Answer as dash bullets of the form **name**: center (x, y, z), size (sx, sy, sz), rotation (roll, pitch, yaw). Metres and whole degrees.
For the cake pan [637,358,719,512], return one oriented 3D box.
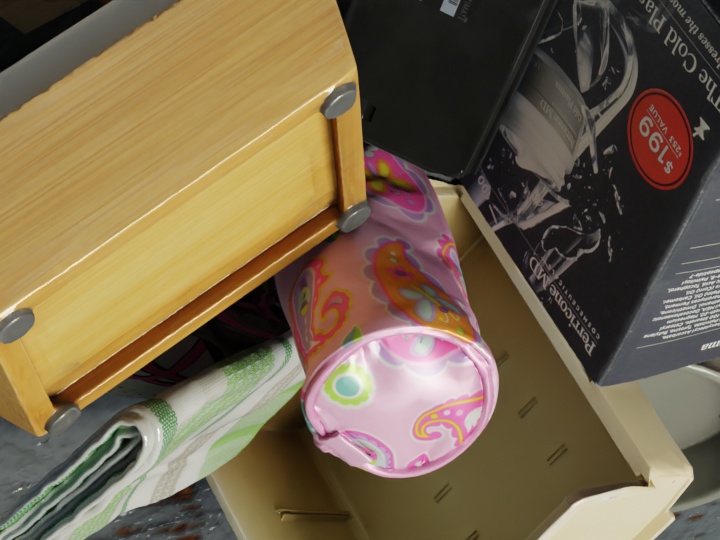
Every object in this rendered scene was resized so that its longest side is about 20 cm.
- **cake pan**: center (0.134, 0.082, 1.259), size (0.200, 0.037, 0.200), rotation (3, 148, 2)

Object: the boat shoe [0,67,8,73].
- **boat shoe**: center (-0.180, -0.028, 0.901), size (0.200, 0.065, 0.073), rotation (-17, 145, -20)

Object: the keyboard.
- **keyboard**: center (0.020, -0.131, 0.897), size (0.021, 0.127, 0.200), rotation (-61, 175, -48)

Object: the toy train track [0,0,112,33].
- **toy train track**: center (-0.114, -0.148, 0.820), size (0.115, 0.033, 0.200), rotation (-24, 145, 23)

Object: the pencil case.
- **pencil case**: center (0.000, 0.000, 0.965), size (0.087, 0.200, 0.088), rotation (-7, 127, -9)

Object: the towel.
- **towel**: center (-0.078, 0.078, 1.018), size (0.149, 0.031, 0.200), rotation (-39, 171, 35)

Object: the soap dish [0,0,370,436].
- **soap dish**: center (-0.085, -0.029, 0.854), size (0.200, 0.081, 0.157), rotation (-36, 161, -13)

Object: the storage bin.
- **storage bin**: center (0.034, 0.090, 1.108), size (0.094, 0.200, 0.199), rotation (8, 132, -46)

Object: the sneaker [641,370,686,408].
- **sneaker**: center (0.189, 0.050, 1.318), size (0.083, 0.071, 0.200), rotation (-13, 156, 18)

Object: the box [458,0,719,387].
- **box**: center (0.119, -0.089, 0.928), size (0.104, 0.200, 0.182), rotation (-12, 143, -28)

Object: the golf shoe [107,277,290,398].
- **golf shoe**: center (-0.112, 0.027, 1.025), size (0.092, 0.073, 0.200), rotation (-44, 145, 24)

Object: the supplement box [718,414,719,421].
- **supplement box**: center (0.267, 0.016, 0.976), size (0.200, 0.103, 0.131), rotation (-54, 164, 17)
